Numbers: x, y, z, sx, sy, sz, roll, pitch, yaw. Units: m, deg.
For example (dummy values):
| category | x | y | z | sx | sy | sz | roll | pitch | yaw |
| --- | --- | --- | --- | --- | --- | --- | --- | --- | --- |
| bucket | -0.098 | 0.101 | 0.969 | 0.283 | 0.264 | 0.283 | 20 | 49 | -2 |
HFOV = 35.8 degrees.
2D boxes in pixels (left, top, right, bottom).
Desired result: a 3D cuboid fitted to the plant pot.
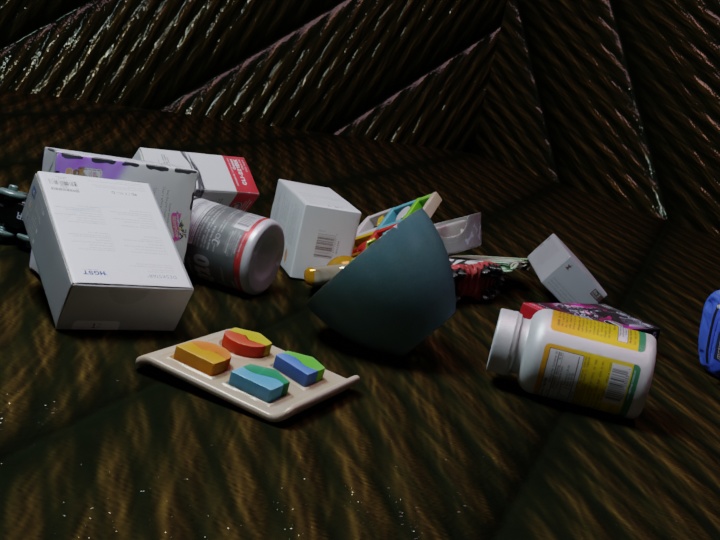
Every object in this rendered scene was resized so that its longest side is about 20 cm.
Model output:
| category | x | y | z | sx | sy | sz | roll | pitch | yaw |
| --- | --- | --- | --- | --- | --- | --- | --- | --- | --- |
| plant pot | 0.048 | 0.032 | 1.470 | 0.135 | 0.200 | 0.200 | 50 | 18 | 4 |

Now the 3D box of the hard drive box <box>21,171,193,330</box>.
| category | x | y | z | sx | sy | sz | roll | pitch | yaw |
| --- | --- | --- | --- | --- | --- | --- | --- | --- | --- |
| hard drive box | -0.315 | -0.024 | 1.375 | 0.156 | 0.077 | 0.200 | 4 | 41 | -35 |

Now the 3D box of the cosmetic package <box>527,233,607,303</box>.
| category | x | y | z | sx | sy | sz | roll | pitch | yaw |
| --- | --- | --- | --- | --- | --- | --- | --- | --- | --- |
| cosmetic package | 0.364 | 0.009 | 1.980 | 0.102 | 0.074 | 0.200 | 45 | 11 | -7 |

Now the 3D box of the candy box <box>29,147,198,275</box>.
| category | x | y | z | sx | sy | sz | roll | pitch | yaw |
| --- | --- | --- | --- | --- | --- | --- | --- | --- | --- |
| candy box | -0.335 | -0.070 | 1.522 | 0.200 | 0.168 | 0.072 | 6 | 8 | -31 |

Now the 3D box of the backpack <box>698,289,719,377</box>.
| category | x | y | z | sx | sy | sz | roll | pitch | yaw |
| --- | --- | --- | --- | --- | --- | --- | --- | --- | --- |
| backpack | 0.604 | 0.103 | 1.679 | 0.168 | 0.163 | 0.200 | 0 | 18 | -32 |

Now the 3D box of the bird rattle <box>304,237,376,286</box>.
| category | x | y | z | sx | sy | sz | roll | pitch | yaw |
| --- | --- | --- | --- | --- | --- | --- | --- | --- | --- |
| bird rattle | 0.000 | 0.000 | 1.717 | 0.163 | 0.113 | 0.200 | -2 | 6 | 13 |

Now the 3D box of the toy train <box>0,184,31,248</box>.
| category | x | y | z | sx | sy | sz | roll | pitch | yaw |
| --- | --- | --- | --- | --- | --- | --- | --- | --- | --- |
| toy train | -0.456 | -0.071 | 1.635 | 0.200 | 0.085 | 0.114 | 15 | 3 | 14 |

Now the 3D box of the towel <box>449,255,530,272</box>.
| category | x | y | z | sx | sy | sz | roll | pitch | yaw |
| --- | --- | --- | --- | --- | --- | --- | --- | --- | --- |
| towel | 0.225 | -0.012 | 2.040 | 0.152 | 0.023 | 0.200 | 4 | 4 | 19 |

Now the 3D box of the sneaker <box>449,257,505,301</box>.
| category | x | y | z | sx | sy | sz | roll | pitch | yaw |
| --- | --- | --- | --- | --- | --- | --- | --- | --- | --- |
| sneaker | 0.164 | 0.010 | 1.869 | 0.098 | 0.071 | 0.200 | 23 | 17 | 37 |

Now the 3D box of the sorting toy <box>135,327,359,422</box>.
| category | x | y | z | sx | sy | sz | roll | pitch | yaw |
| --- | --- | --- | --- | --- | --- | --- | --- | --- | --- |
| sorting toy | -0.122 | 0.107 | 1.257 | 0.200 | 0.037 | 0.185 | 17 | 14 | 22 |

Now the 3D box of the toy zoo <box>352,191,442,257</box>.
| category | x | y | z | sx | sy | sz | roll | pitch | yaw |
| --- | --- | --- | --- | --- | --- | --- | --- | --- | --- |
| toy zoo | 0.035 | -0.062 | 1.885 | 0.200 | 0.020 | 0.131 | -18 | 28 | 43 |

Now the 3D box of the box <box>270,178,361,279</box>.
| category | x | y | z | sx | sy | sz | roll | pitch | yaw |
| --- | --- | --- | --- | --- | --- | --- | --- | --- | --- |
| box | -0.082 | -0.067 | 1.855 | 0.097 | 0.125 | 0.200 | 8 | 14 | -19 |

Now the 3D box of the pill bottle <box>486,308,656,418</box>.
| category | x | y | z | sx | sy | sz | roll | pitch | yaw |
| --- | --- | --- | --- | --- | --- | --- | --- | --- | --- |
| pill bottle | 0.268 | 0.113 | 1.430 | 0.200 | 0.113 | 0.113 | 14 | 13 | 7 |

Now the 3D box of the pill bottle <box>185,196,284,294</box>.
| category | x | y | z | sx | sy | sz | roll | pitch | yaw |
| --- | --- | --- | --- | --- | --- | --- | --- | --- | --- |
| pill bottle | -0.224 | -0.044 | 1.646 | 0.200 | 0.114 | 0.114 | 17 | 13 | 21 |

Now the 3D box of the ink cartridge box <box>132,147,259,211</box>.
| category | x | y | z | sx | sy | sz | roll | pitch | yaw |
| --- | --- | --- | --- | --- | --- | --- | --- | --- | --- |
| ink cartridge box | -0.289 | -0.115 | 1.790 | 0.200 | 0.144 | 0.084 | 0 | 55 | -41 |

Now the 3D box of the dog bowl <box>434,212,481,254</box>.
| category | x | y | z | sx | sy | sz | roll | pitch | yaw |
| --- | --- | --- | --- | --- | --- | --- | --- | --- | --- |
| dog bowl | 0.122 | -0.051 | 1.961 | 0.200 | 0.059 | 0.200 | -14 | 2 | 1 |

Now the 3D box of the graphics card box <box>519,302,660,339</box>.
| category | x | y | z | sx | sy | sz | roll | pitch | yaw |
| --- | --- | --- | --- | --- | --- | --- | --- | --- | --- |
| graphics card box | 0.358 | 0.092 | 1.747 | 0.200 | 0.051 | 0.125 | 4 | 15 | -37 |
